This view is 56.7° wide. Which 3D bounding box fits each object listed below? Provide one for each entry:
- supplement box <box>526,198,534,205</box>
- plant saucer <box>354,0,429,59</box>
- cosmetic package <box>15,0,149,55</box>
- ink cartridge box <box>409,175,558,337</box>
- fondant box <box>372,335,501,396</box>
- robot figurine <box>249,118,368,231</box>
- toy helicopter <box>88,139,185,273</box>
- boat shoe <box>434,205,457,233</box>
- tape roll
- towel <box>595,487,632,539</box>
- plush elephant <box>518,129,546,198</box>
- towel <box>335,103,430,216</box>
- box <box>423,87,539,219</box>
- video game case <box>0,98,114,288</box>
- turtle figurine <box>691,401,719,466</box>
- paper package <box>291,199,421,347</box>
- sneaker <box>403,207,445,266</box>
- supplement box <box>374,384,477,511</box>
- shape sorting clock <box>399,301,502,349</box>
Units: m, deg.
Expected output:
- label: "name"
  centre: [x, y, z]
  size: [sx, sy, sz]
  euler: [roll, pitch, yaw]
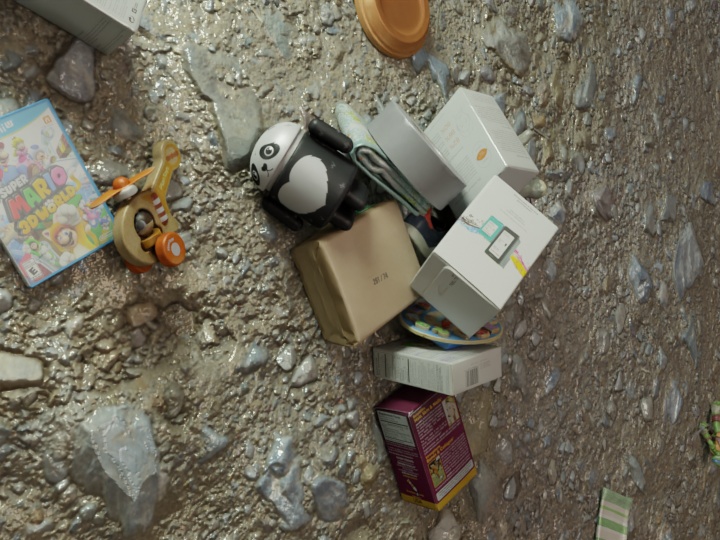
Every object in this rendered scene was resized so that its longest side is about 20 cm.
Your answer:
- label: "supplement box"
  centre: [0.314, -0.105, 1.484]
  size: [0.198, 0.060, 0.111]
  euler: [-22, 101, -41]
- label: "plant saucer"
  centre: [0.071, -0.523, 1.312]
  size: [0.197, 0.037, 0.206]
  euler: [3, 85, -42]
- label: "cosmetic package"
  centre: [-0.384, -0.376, 0.854]
  size: [0.198, 0.111, 0.083]
  euler: [29, 70, -38]
- label: "ink cartridge box"
  centre: [0.209, -0.022, 1.153]
  size: [0.145, 0.147, 0.200]
  euler: [40, 65, 5]
- label: "fondant box"
  centre: [0.139, 0.167, 1.221]
  size: [0.142, 0.198, 0.060]
  euler: [-9, 100, -40]
- label: "robot figurine"
  centre: [-0.082, -0.148, 1.072]
  size: [0.198, 0.125, 0.152]
  euler: [33, 77, -10]
- label: "toy helicopter"
  centre: [-0.299, -0.105, 0.933]
  size: [0.132, 0.077, 0.204]
  euler: [48, 41, -48]
- label: "boat shoe"
  centre: [0.204, -0.106, 1.381]
  size: [0.065, 0.071, 0.204]
  euler: [-30, 103, -32]
- label: "tape roll"
  centre: [0.101, -0.203, 1.181]
  size: [0.066, 0.202, 0.200]
  euler: [-42, 124, 13]
- label: "towel"
  centre: [0.673, 0.698, 1.778]
  size: [0.151, 0.023, 0.204]
  euler: [28, 70, -36]
- label: "plush elephant"
  centre: [0.299, -0.237, 1.405]
  size: [0.197, 0.156, 0.166]
  euler: [-19, 59, -26]
- label: "towel"
  centre: [0.036, -0.195, 1.193]
  size: [0.048, 0.172, 0.199]
  euler: [-41, 125, 13]
- label: "box"
  centre: [0.223, -0.222, 1.301]
  size: [0.105, 0.152, 0.203]
  euler: [0, 56, -41]
- label: "video game case"
  centre: [-0.419, -0.101, 0.867]
  size: [0.142, 0.018, 0.203]
  euler: [-37, 111, -36]
- label: "turtle figurine"
  centre: [1.185, 0.521, 2.161]
  size: [0.200, 0.142, 0.196]
  euler: [47, 56, -33]
- label: "paper package"
  centre: [0.000, 0.000, 1.175]
  size: [0.198, 0.102, 0.194]
  euler: [-32, 108, -37]
- label: "sneaker"
  centre: [0.138, -0.049, 1.281]
  size: [0.085, 0.074, 0.201]
  euler: [-52, 145, -14]
- label: "supplement box"
  centre: [0.125, 0.324, 1.264]
  size: [0.130, 0.102, 0.204]
  euler: [-26, 105, -38]
- label: "shape sorting clock"
  centre: [0.171, 0.095, 1.258]
  size: [0.197, 0.198, 0.040]
  euler: [-9, 116, -41]
